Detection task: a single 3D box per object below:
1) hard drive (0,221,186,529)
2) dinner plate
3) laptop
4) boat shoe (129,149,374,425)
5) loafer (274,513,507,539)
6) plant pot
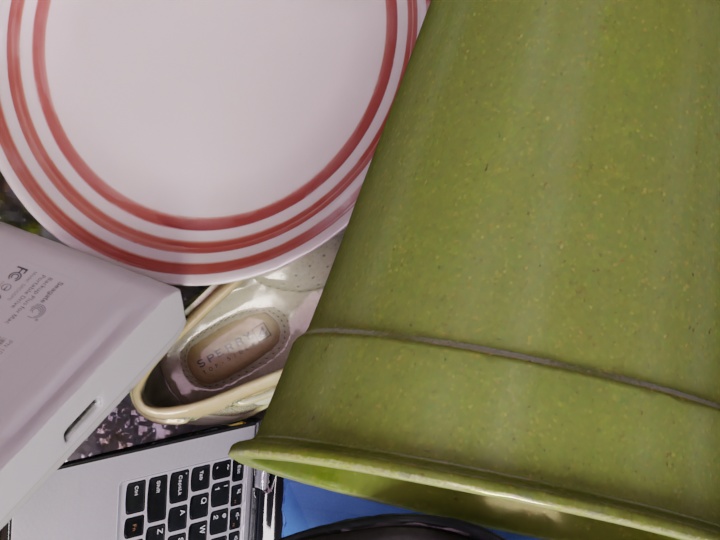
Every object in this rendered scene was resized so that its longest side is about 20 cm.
[{"bbox_3d":[-0.185,0.023,1.051,0.199,0.132,0.026,19,138,28],"label":"hard drive"},{"bbox_3d":[-0.059,-0.093,1.068,0.199,0.024,0.202,-3,82,20],"label":"dinner plate"},{"bbox_3d":[-0.031,0.165,1.058,0.115,0.199,0.189,18,110,43],"label":"laptop"},{"bbox_3d":[-0.002,-0.002,1.063,0.200,0.063,0.074,-30,90,14],"label":"boat shoe"},{"bbox_3d":[0.043,0.138,0.991,0.198,0.072,0.073,5,115,16],"label":"loafer"},{"bbox_3d":[0.069,-0.006,0.964,0.198,0.200,0.191,10,82,11],"label":"plant pot"}]
